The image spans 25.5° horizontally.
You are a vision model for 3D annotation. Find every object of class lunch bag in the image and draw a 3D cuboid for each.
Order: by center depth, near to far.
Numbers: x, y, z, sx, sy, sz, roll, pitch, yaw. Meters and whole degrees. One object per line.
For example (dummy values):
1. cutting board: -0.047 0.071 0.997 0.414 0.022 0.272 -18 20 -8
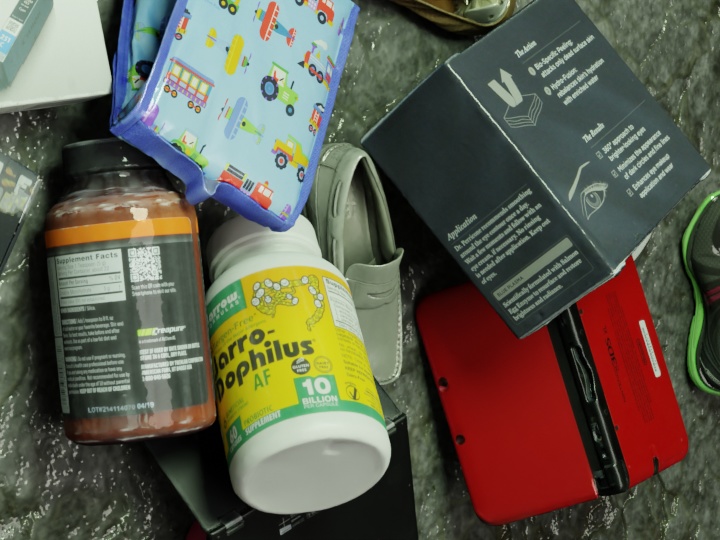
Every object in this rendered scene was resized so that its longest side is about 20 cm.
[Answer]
1. lunch bag: -0.090 -0.131 1.092 0.150 0.094 0.201 34 49 -36

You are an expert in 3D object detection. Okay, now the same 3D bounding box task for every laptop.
1. laptop: -0.067 0.151 1.196 0.186 0.116 0.202 -27 125 -31

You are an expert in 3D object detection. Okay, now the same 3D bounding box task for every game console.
1. game console: 0.165 0.091 1.341 0.172 0.118 0.202 -16 89 -46

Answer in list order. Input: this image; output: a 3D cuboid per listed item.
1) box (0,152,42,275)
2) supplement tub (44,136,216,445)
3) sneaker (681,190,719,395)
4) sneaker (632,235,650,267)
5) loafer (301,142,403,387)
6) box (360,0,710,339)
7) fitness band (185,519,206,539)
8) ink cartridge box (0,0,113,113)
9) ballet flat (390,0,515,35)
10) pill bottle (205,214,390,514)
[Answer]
1. box: -0.315 -0.032 0.988 0.199 0.049 0.162 33 69 -37
2. supplement tub: -0.158 0.013 1.078 0.106 0.107 0.202 -5 89 -39
3. sneaker: 0.360 0.022 1.527 0.076 0.083 0.202 -14 103 -38
4. sneaker: 0.206 0.046 1.414 0.200 0.070 0.099 -50 122 -17
5. loafer: 0.000 0.000 1.237 0.070 0.070 0.202 -27 110 -34
6. box: 0.140 -0.089 1.239 0.200 0.117 0.196 51 42 0
7. fitness band: -0.057 0.246 1.239 0.200 0.037 0.144 38 73 -34
8. ink cartridge box: -0.259 -0.183 0.989 0.199 0.044 0.178 -15 95 -46
9. ballet flat: 0.071 -0.233 1.272 0.199 0.072 0.068 15 85 -40
10. pill bottle: -0.052 0.059 1.122 0.112 0.113 0.201 19 43 -39
